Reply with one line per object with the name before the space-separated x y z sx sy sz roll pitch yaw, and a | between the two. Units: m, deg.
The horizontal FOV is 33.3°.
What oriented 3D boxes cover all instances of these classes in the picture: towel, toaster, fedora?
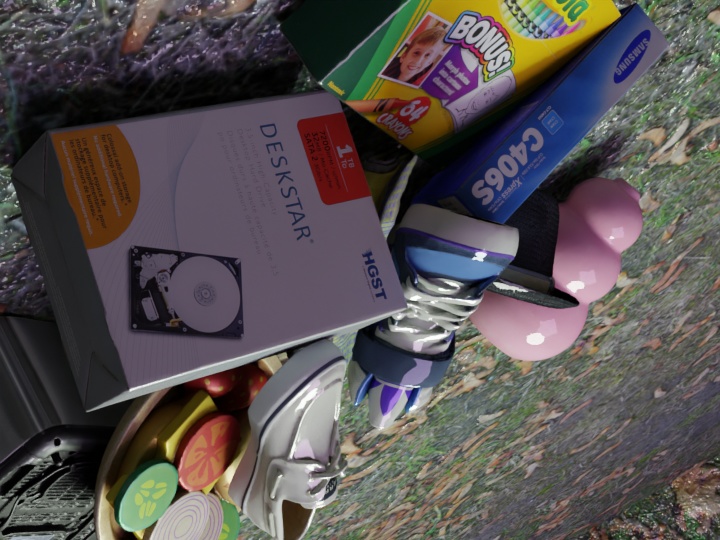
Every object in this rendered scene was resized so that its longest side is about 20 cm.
towel | 0.000 0.000 0.895 0.144 0.023 0.200 -44 151 -73
toaster | -0.251 0.139 0.890 0.181 0.119 0.200 -43 154 17
fedora | 0.108 -0.034 1.016 0.201 0.200 0.092 13 95 -58

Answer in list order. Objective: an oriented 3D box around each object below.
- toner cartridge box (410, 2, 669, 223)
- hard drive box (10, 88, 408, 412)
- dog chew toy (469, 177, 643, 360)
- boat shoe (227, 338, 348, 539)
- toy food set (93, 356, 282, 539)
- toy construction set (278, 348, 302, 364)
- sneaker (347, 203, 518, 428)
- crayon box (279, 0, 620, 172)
toner cartridge box | 0.131 -0.107 0.887 0.200 0.043 0.095 -46 -168 -13
hard drive box | -0.090 -0.018 0.742 0.200 0.156 0.077 -16 174 -35
dog chew toy | 0.195 -0.008 1.175 0.200 0.125 0.125 -49 153 12
boat shoe | -0.038 0.125 0.814 0.071 0.070 0.200 -28 154 -37
toy food set | -0.116 0.144 0.884 0.198 0.049 0.200 -50 148 -22
toy construction set | -0.088 0.084 1.005 0.200 0.092 0.131 -31 153 -20
sneaker | 0.044 0.039 0.817 0.081 0.147 0.200 14 174 -9
crayon box | 0.067 -0.165 0.798 0.173 0.058 0.200 -40 155 13
